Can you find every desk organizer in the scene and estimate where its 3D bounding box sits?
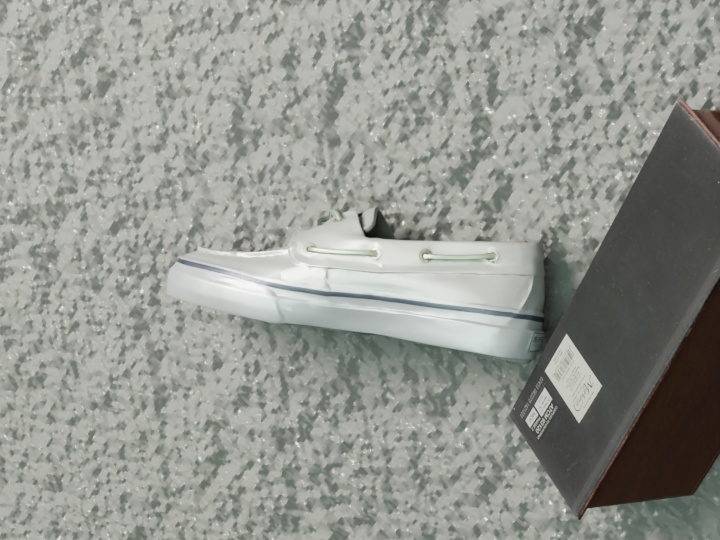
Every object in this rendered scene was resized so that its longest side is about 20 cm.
[{"bbox_3d":[0.154,0.021,0.818,0.072,0.077,0.200,58,137,39],"label":"desk organizer"}]

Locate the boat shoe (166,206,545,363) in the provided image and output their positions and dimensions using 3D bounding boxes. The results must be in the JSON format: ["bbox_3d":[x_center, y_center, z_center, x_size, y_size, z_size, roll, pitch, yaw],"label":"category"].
[{"bbox_3d":[0.000,0.000,0.892,0.200,0.074,0.067,9,89,11],"label":"boat shoe"}]
